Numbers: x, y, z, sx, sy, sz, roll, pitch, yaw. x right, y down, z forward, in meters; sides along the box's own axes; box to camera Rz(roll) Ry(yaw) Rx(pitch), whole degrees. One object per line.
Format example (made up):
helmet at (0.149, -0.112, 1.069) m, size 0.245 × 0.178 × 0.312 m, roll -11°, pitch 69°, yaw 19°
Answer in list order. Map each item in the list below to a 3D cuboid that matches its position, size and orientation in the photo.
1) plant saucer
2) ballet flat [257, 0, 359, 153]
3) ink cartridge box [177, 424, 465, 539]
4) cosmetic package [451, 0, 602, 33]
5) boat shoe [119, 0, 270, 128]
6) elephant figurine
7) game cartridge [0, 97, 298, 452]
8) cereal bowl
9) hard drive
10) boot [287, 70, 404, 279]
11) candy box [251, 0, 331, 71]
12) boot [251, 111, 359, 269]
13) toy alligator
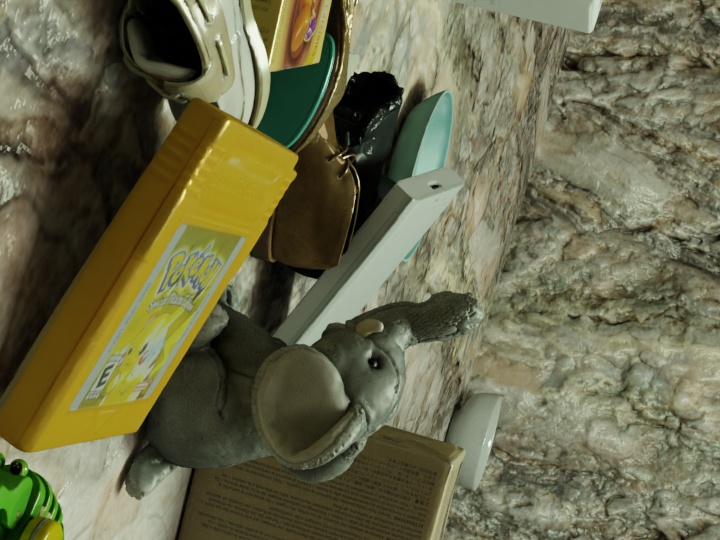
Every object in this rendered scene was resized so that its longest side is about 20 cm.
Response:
plant saucer at (0.060, -0.110, 1.636) m, size 0.200 × 0.036 × 0.200 m, roll 15°, pitch 90°, yaw -78°
ballet flat at (-0.027, -0.177, 1.017) m, size 0.072 × 0.068 × 0.200 m, roll -14°, pitch 115°, yaw -58°
ink cartridge box at (-0.034, 0.195, 1.148) m, size 0.075 × 0.200 × 0.165 m, roll -16°, pitch 121°, yaw -76°
cosmetic package at (0.130, -0.331, 1.250) m, size 0.165 × 0.200 × 0.165 m, roll 67°, pitch 40°, yaw -74°
boat shoe at (-0.095, -0.127, 0.772) m, size 0.068 × 0.075 × 0.200 m, roll -46°, pitch 158°, yaw -27°
elephant figurine at (-0.036, 0.083, 0.983) m, size 0.142 × 0.200 × 0.155 m, roll -54°, pitch 157°, yaw -61°
game cartridge at (-0.110, 0.006, 0.805) m, size 0.200 × 0.032 × 0.176 m, roll -56°, pitch 170°, yaw 4°
cereal bowl at (0.220, 0.339, 2.924) m, size 0.200 × 0.083 × 0.200 m, roll 15°, pitch 90°, yaw -80°
hard drive at (0.000, 0.000, 1.215) m, size 0.200 × 0.026 × 0.132 m, roll -51°, pitch 169°, yaw 22°
boot at (0.001, -0.095, 1.255) m, size 0.198 × 0.073 × 0.163 m, roll -43°, pitch 151°, yaw -58°
candy box at (-0.045, -0.229, 0.897) m, size 0.117 × 0.056 × 0.200 m, roll -36°, pitch 141°, yaw -73°
boot at (-0.030, -0.094, 1.107) m, size 0.074 × 0.075 × 0.200 m, roll -51°, pitch 153°, yaw -61°
toy alligator at (-0.175, 0.115, 0.705) m, size 0.200 × 0.059 × 0.054 m, roll 87°, pitch 21°, yaw -59°
